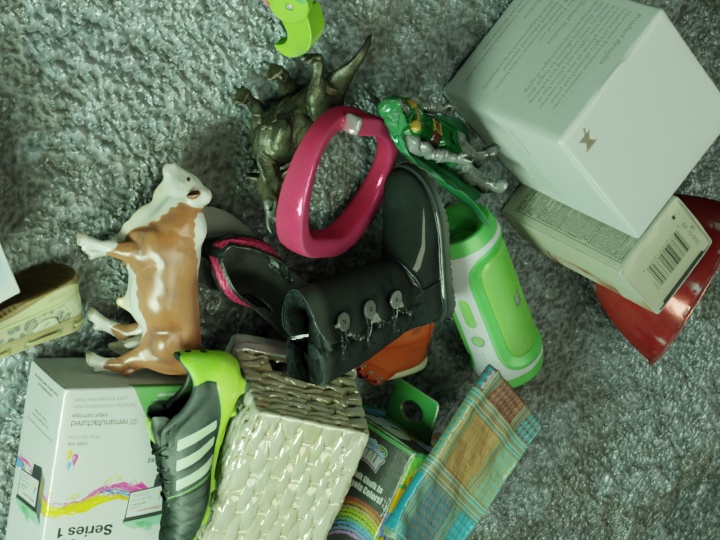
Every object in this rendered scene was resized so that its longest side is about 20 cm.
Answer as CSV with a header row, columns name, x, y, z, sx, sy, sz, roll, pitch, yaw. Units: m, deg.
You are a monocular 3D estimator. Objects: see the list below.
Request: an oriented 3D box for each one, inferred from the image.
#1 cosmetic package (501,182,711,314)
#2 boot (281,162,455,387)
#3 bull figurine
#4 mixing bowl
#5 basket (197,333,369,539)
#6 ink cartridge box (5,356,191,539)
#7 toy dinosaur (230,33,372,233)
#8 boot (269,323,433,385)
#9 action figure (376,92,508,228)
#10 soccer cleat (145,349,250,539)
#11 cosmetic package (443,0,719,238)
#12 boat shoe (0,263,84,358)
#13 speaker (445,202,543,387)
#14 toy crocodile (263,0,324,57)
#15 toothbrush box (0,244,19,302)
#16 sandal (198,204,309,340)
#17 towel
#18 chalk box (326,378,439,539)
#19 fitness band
name,x,y,z,sx,sy,sz,roll,pitch,yaw
cosmetic package,0.256,-0.046,1.676,0.104,0.200,0.087,-51,129,-4
boot,0.000,0.001,1.528,0.199,0.065,0.167,-22,102,-39
bull figurine,-0.193,0.003,1.452,0.120,0.065,0.203,-2,105,-3
mixing bowl,0.326,-0.009,1.770,0.108,0.200,0.202,29,91,5
basket,-0.086,0.184,1.540,0.134,0.124,0.202,13,115,-21
ink cartridge box,-0.243,0.189,1.500,0.143,0.084,0.203,1,107,-36
toy dinosaur,-0.060,-0.147,1.511,0.201,0.076,0.103,-55,147,-17
boot,-0.005,0.078,1.630,0.198,0.075,0.109,-13,121,-31
action figure,0.076,-0.126,1.552,0.054,0.119,0.199,-28,151,25
soccer cleat,-0.164,0.166,1.460,0.080,0.067,0.203,13,99,-23
cosmetic package,0.227,-0.169,1.606,0.168,0.200,0.166,-50,128,-5
boat shoe,-0.330,0.061,1.397,0.198,0.073,0.063,-26,124,-27
speaker,0.133,0.029,1.695,0.088,0.088,0.201,-36,125,-17
toy crocodile,-0.084,-0.285,1.438,0.201,0.061,0.068,60,34,-33
toothbrush box,-0.404,-0.008,1.311,0.199,0.086,0.147,-30,123,-23
sandal,-0.103,0.003,1.510,0.199,0.045,0.076,35,83,-14
towel,0.107,0.209,1.631,0.201,0.022,0.147,-56,143,-9
chalk box,0.027,0.216,1.658,0.123,0.124,0.202,18,99,-52
fitness band,-0.020,-0.082,1.516,0.200,0.037,0.145,-4,116,-69
